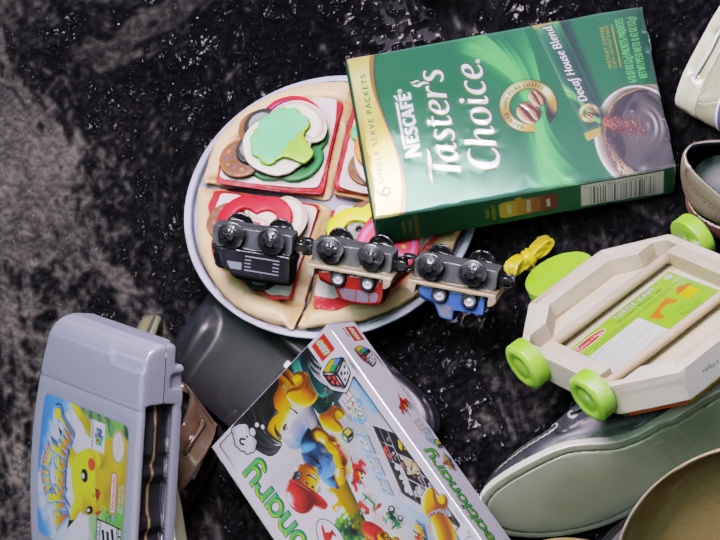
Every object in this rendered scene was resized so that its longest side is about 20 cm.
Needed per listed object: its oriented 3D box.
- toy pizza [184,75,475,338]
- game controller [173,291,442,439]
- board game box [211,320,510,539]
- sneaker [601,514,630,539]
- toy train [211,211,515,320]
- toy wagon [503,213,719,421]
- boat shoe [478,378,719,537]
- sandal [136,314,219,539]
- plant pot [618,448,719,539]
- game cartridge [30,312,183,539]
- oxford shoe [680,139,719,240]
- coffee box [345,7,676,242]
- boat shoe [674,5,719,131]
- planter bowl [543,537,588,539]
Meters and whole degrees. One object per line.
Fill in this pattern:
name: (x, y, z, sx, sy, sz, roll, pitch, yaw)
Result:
toy pizza: (-0.021, -0.048, 1.814, 0.200, 0.032, 0.201, -5, 61, 8)
game controller: (-0.039, 0.079, 1.802, 0.200, 0.042, 0.104, 40, 103, 28)
board game box: (0.004, 0.148, 1.722, 0.126, 0.035, 0.200, -47, 67, 27)
sneaker: (0.227, 0.147, 1.648, 0.199, 0.083, 0.071, -22, 65, 12)
toy train: (0.000, 0.000, 1.751, 0.200, 0.034, 0.046, 9, 108, 13)
toy wagon: (0.165, 0.024, 1.709, 0.155, 0.040, 0.200, -36, 30, -19)
boat shoe: (0.162, 0.100, 1.701, 0.199, 0.075, 0.066, -30, 35, 17)
sandal: (-0.117, 0.127, 1.795, 0.057, 0.080, 0.201, -11, 76, -4)
plant pot: (0.249, 0.180, 1.598, 0.200, 0.200, 0.027, -6, 26, 18)
game cartridge: (-0.166, 0.133, 1.762, 0.133, 0.040, 0.201, 16, 105, 55)
oxford shoe: (0.290, -0.037, 1.693, 0.200, 0.075, 0.071, 10, 73, 22)
coffee box: (0.097, -0.094, 1.777, 0.199, 0.044, 0.123, -9, 67, 2)
boat shoe: (0.263, -0.182, 1.758, 0.062, 0.072, 0.200, 22, 83, 23)
planter bowl: (0.103, 0.259, 1.582, 0.083, 0.200, 0.201, -21, 60, 52)
